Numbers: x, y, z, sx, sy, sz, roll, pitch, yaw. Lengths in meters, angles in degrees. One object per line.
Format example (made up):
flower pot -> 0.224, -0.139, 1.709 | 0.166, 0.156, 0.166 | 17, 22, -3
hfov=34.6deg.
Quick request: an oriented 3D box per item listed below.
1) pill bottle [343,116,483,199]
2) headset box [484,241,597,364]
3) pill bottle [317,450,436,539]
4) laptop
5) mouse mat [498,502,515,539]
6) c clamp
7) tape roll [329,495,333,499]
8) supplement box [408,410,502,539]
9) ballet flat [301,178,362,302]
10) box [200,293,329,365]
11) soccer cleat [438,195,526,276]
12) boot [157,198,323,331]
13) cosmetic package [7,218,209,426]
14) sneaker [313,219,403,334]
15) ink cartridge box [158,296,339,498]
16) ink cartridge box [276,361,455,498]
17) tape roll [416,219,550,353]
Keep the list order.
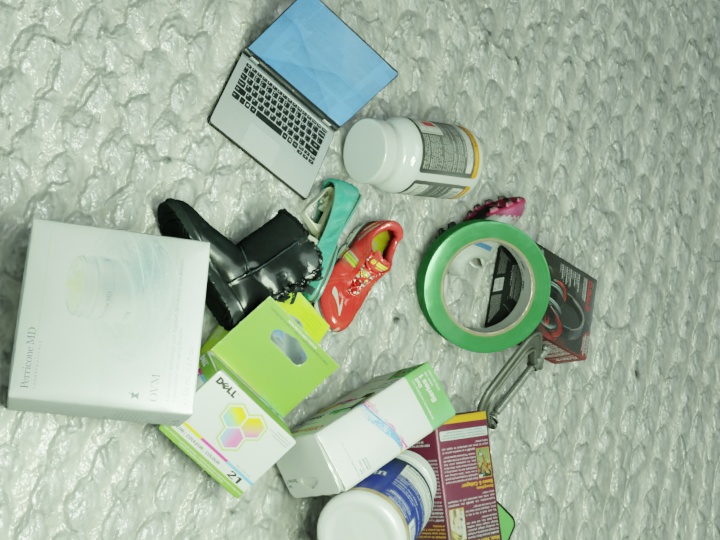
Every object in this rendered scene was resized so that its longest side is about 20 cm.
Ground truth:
pill bottle -> 0.079, -0.169, 1.723 | 0.200, 0.116, 0.117 | 3, 79, -42
headset box -> 0.307, 0.057, 1.907 | 0.200, 0.075, 0.149 | 29, 64, -34
pill bottle -> 0.029, 0.307, 1.490 | 0.200, 0.116, 0.116 | -30, 102, -69
laptop -> -0.076, -0.240, 1.600 | 0.187, 0.116, 0.200 | 38, 58, -29
mouse mat -> 0.157, 0.418, 1.742 | 0.161, 0.008, 0.200 | 46, 53, -25
c clamp -> 0.242, 0.178, 1.810 | 0.200, 0.027, 0.171 | -45, 154, -26
tape roll -> 0.030, 0.269, 1.640 | 0.203, 0.037, 0.203 | 9, 76, -40
supplement box -> 0.125, 0.305, 1.634 | 0.110, 0.086, 0.200 | 0, 81, -42
ballet flat -> -0.061, -0.048, 1.615 | 0.070, 0.067, 0.200 | 31, 58, -16
box -> -0.135, 0.106, 1.521 | 0.122, 0.048, 0.200 | 50, 52, -22
soccer cleat -> 0.197, -0.055, 1.846 | 0.200, 0.070, 0.086 | -29, 111, -37
boot -> -0.149, -0.032, 1.491 | 0.162, 0.073, 0.198 | -32, 89, -32
cosmetic package -> -0.284, 0.062, 1.301 | 0.200, 0.123, 0.200 | 7, 75, -14
sneaker -> 0.000, 0.000, 1.638 | 0.077, 0.085, 0.200 | 44, 55, -26
ink cartridge box -> -0.134, 0.155, 1.426 | 0.200, 0.076, 0.148 | -43, 115, 0
ink cartridge box -> 0.000, 0.209, 1.507 | 0.200, 0.145, 0.084 | -29, 93, -33
tape roll -> 0.187, 0.023, 1.758 | 0.200, 0.048, 0.201 | -1, 97, -11
